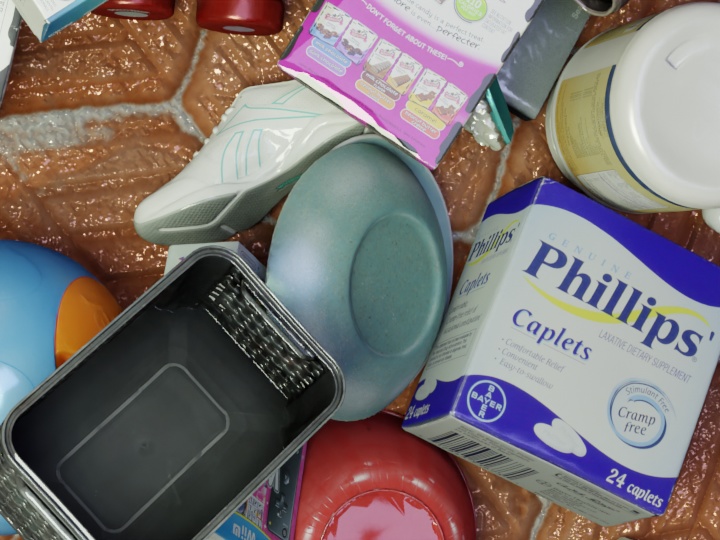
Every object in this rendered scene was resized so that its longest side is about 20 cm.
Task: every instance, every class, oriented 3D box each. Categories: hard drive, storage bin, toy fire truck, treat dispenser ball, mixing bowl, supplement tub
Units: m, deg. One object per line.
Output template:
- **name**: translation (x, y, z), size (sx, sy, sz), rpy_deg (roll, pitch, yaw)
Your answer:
- **hard drive**: translation (0.080, -0.225, 1.459), size (0.199, 0.033, 0.140), rpy_deg (30, 84, -11)
- **storage bin**: translation (-0.124, 0.099, 1.184), size (0.135, 0.094, 0.200), rpy_deg (47, 60, 1)
- **toy fire truck**: translation (-0.111, -0.237, 1.347), size (0.198, 0.168, 0.113), rpy_deg (6, 89, -12)
- **treat dispenser ball**: translation (-0.248, 0.080, 1.301), size (0.199, 0.201, 0.203), rpy_deg (0, 90, -13)
- **mixing bowl**: translation (0.004, 0.204, 1.407), size (0.199, 0.108, 0.202), rpy_deg (0, 91, -13)
- **supplement tub**: translation (0.224, -0.116, 1.406), size (0.143, 0.200, 0.146), rpy_deg (0, 91, -12)

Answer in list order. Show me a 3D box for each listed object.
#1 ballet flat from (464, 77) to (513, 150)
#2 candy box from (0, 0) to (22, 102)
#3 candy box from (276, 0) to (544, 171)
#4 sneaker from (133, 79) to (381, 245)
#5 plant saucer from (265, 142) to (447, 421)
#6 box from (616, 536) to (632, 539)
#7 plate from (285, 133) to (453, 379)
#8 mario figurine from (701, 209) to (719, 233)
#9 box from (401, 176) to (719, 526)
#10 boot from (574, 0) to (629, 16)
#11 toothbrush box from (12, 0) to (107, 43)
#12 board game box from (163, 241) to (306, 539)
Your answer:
- **ballet flat**: translation (0.058, -0.181, 1.413), size (0.071, 0.072, 0.201), rpy_deg (-18, 92, -12)
- **candy box**: translation (-0.262, -0.207, 1.313), size (0.071, 0.168, 0.201), rpy_deg (14, 87, -13)
- **candy box**: translation (0.050, -0.190, 1.342), size (0.136, 0.061, 0.201), rpy_deg (34, 94, -1)
- **sneaker**: translation (-0.083, -0.085, 1.414), size (0.199, 0.070, 0.081), rpy_deg (-29, 67, -3)
- **plant saucer**: translation (0.012, 0.010, 1.369), size (0.200, 0.039, 0.203), rpy_deg (-8, 100, -50)
- **box**: translation (0.231, 0.316, 1.466), size (0.077, 0.095, 0.201), rpy_deg (-29, 95, -10)
- **plate**: translation (0.000, 0.000, 1.404), size (0.199, 0.025, 0.202), rpy_deg (-5, 96, -50)
- **mario figurine**: translation (0.335, -0.085, 1.509), size (0.123, 0.106, 0.202), rpy_deg (-9, 80, 23)
- **box**: translation (0.160, 0.062, 1.423), size (0.183, 0.105, 0.201), rpy_deg (26, 71, -12)
- **boot**: translation (0.148, -0.288, 1.423), size (0.200, 0.070, 0.147), rpy_deg (38, 49, -12)
- **toothbrush box**: translation (-0.159, -0.263, 1.208), size (0.199, 0.085, 0.147), rpy_deg (-34, 96, -13)
- **board game box**: translation (-0.093, 0.102, 1.331), size (0.064, 0.148, 0.201), rpy_deg (-3, 64, 26)
